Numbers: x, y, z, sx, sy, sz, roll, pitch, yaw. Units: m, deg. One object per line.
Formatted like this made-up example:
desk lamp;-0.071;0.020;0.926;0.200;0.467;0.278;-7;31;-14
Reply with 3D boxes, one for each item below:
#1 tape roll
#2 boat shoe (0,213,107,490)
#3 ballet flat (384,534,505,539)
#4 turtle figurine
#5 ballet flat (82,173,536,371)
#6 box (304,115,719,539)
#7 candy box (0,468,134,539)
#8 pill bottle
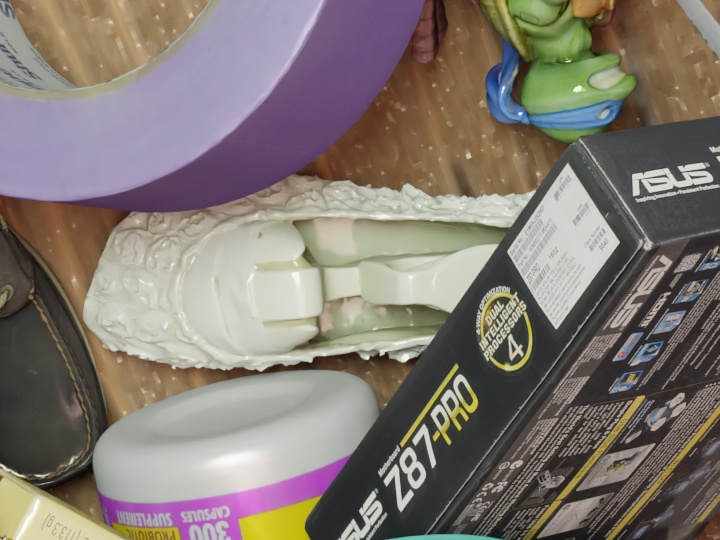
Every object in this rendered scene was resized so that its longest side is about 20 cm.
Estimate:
tape roll;-0.080;-0.120;0.937;0.199;0.085;0.201;-1;88;20
boat shoe;-0.157;-0.004;0.997;0.074;0.073;0.200;-34;101;1
ballet flat;0.069;0.127;0.932;0.200;0.063;0.069;11;140;-40
turtle figurine;0.095;-0.149;0.959;0.144;0.200;0.194;-20;96;-30
ballet flat;0.000;0.000;1.017;0.199;0.072;0.072;-5;100;-4
box;0.091;0.029;0.930;0.161;0.049;0.200;-9;145;-37
candy box;-0.057;0.161;0.918;0.200;0.055;0.116;32;84;-25
pill bottle;-0.025;0.143;1.019;0.104;0.104;0.201;-13;100;-3
